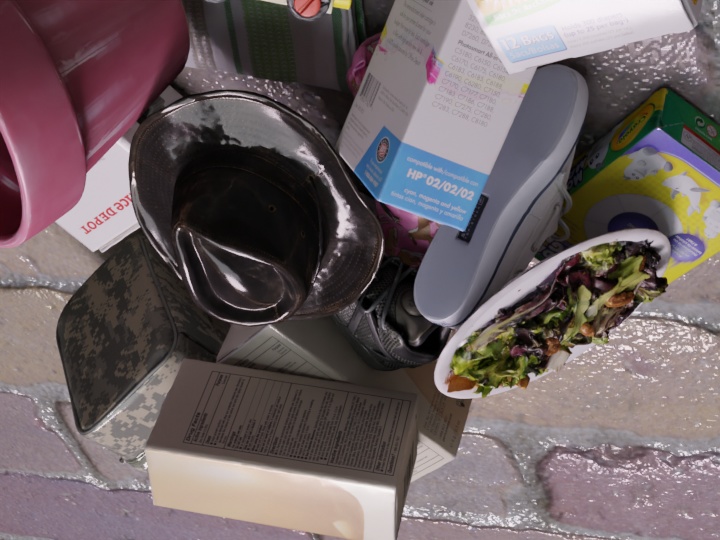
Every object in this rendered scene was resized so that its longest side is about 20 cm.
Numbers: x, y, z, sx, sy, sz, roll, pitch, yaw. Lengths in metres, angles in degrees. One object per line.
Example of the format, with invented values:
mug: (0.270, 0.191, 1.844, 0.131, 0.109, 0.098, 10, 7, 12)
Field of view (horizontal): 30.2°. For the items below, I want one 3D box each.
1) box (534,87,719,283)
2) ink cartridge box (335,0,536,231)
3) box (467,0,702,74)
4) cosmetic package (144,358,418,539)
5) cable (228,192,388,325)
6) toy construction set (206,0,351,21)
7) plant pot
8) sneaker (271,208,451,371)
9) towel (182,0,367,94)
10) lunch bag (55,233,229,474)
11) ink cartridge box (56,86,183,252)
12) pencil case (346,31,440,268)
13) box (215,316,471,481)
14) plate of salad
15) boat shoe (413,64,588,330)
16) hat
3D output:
box: (0.202, -0.041, 1.004, 0.116, 0.049, 0.200, 32, 142, -14)
ink cartridge box: (0.062, -0.142, 0.839, 0.067, 0.115, 0.202, 17, 106, -22)
box: (0.125, -0.216, 0.708, 0.111, 0.202, 0.102, -10, 133, 33)
cosmetic package: (-0.059, 0.141, 1.045, 0.197, 0.106, 0.072, 9, 130, 10)
cable: (-0.044, -0.001, 1.148, 0.198, 0.070, 0.200, -16, 128, 38)
toy construction set: (-0.048, -0.235, 0.843, 0.197, 0.092, 0.133, 18, 121, 7)
plant pot: (-0.221, -0.146, 0.905, 0.199, 0.179, 0.202, 32, 143, 28)
sneaker: (0.000, 0.000, 1.006, 0.200, 0.077, 0.114, 49, 153, -21)
towel: (-0.093, -0.196, 0.973, 0.197, 0.031, 0.150, 9, 139, 15)
lunch bag: (-0.168, 0.093, 1.208, 0.139, 0.201, 0.167, -46, 128, 11)
ink cartridge box: (-0.240, -0.125, 1.080, 0.200, 0.084, 0.146, 41, 138, -22)
pencil case: (0.043, -0.087, 0.998, 0.083, 0.086, 0.202, 42, 156, 37)
box: (-0.011, 0.089, 1.116, 0.199, 0.078, 0.095, 38, 138, -18)
plate of salad: (0.145, 0.042, 0.969, 0.198, 0.048, 0.201, -23, 152, -13)
boat shoe: (0.118, -0.045, 0.965, 0.074, 0.204, 0.086, 29, -175, 42)
hat: (-0.086, -0.018, 0.917, 0.197, 0.081, 0.203, 11, 133, 12)
